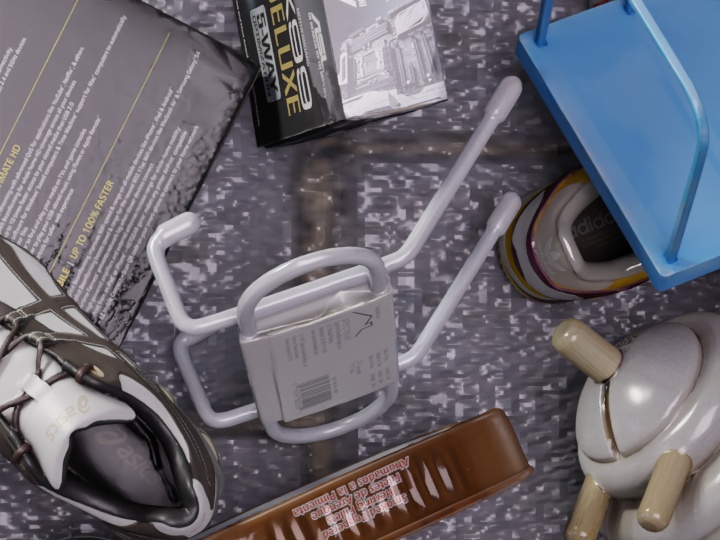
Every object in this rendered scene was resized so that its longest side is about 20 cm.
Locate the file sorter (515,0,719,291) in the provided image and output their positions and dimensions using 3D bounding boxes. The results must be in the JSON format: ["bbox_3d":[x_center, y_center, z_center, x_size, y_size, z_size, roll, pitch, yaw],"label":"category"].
[{"bbox_3d":[0.191,-0.109,1.293,0.200,0.123,0.139,-21,62,-15],"label":"file sorter"}]

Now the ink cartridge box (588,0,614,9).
[{"bbox_3d":[0.181,-0.207,1.412,0.162,0.050,0.201,-4,84,-14],"label":"ink cartridge box"}]

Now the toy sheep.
[{"bbox_3d":[0.160,0.088,1.349,0.200,0.138,0.138,42,79,-26],"label":"toy sheep"}]

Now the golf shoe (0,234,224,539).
[{"bbox_3d":[-0.136,0.041,1.240,0.200,0.094,0.078,36,88,-9],"label":"golf shoe"}]

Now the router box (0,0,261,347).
[{"bbox_3d":[-0.154,-0.036,1.310,0.149,0.051,0.200,28,83,-12],"label":"router box"}]

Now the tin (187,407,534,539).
[{"bbox_3d":[-0.018,0.111,1.306,0.200,0.112,0.042,-23,84,-24],"label":"tin"}]

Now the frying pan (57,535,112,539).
[{"bbox_3d":[-0.149,0.190,1.288,0.190,0.031,0.115,-29,99,-35],"label":"frying pan"}]

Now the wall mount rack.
[{"bbox_3d":[0.000,0.000,1.292,0.173,0.200,0.075,-19,68,-6],"label":"wall mount rack"}]

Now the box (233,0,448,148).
[{"bbox_3d":[-0.022,-0.159,1.296,0.050,0.158,0.200,-11,92,-15],"label":"box"}]

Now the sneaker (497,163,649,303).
[{"bbox_3d":[0.162,-0.042,1.373,0.200,0.090,0.075,-31,96,-13],"label":"sneaker"}]
